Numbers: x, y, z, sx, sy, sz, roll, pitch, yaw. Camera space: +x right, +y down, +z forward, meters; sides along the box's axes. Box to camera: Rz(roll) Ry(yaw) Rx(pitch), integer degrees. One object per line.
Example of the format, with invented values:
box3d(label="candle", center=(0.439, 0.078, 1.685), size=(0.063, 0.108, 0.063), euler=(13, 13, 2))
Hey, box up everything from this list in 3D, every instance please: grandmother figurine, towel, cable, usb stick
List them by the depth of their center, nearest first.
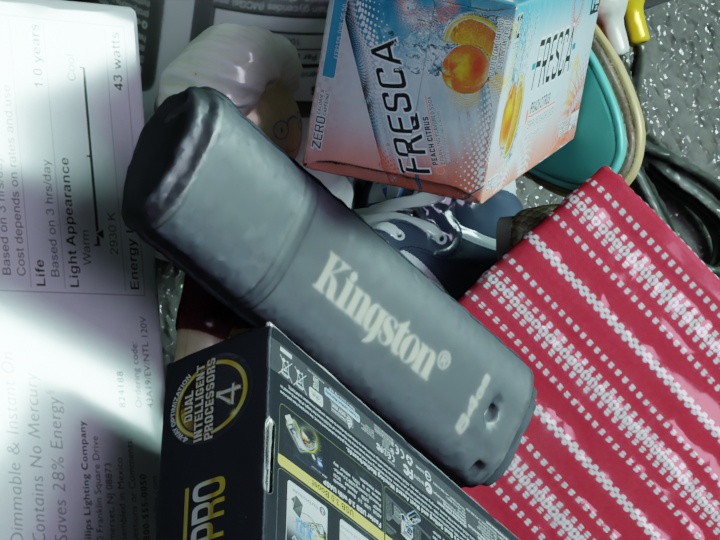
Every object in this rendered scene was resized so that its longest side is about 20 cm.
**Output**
box3d(label="usb stick", center=(-0.007, 0.009, 0.981), size=(0.200, 0.032, 0.056), euler=(41, 62, -41))
box3d(label="grandmother figurine", center=(-0.030, 0.012, 1.017), size=(0.121, 0.060, 0.201), euler=(-56, 139, -67))
box3d(label="towel", center=(0.069, 0.079, 1.094), size=(0.200, 0.022, 0.145), euler=(-44, 88, -9))
box3d(label="cable", center=(0.116, -0.072, 1.295), size=(0.097, 0.050, 0.201), euler=(-37, 103, -40))

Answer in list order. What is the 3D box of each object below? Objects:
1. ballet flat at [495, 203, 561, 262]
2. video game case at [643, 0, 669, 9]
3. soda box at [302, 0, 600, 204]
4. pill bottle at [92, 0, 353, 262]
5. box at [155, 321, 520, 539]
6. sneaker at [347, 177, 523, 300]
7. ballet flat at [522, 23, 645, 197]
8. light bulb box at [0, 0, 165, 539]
box3d(label="ballet flat", center=(0.101, 0.009, 1.206), size=(0.200, 0.046, 0.068), euler=(32, 48, -69))
box3d(label="video game case", center=(0.145, -0.251, 1.371), size=(0.182, 0.045, 0.200), euler=(55, 50, -16))
box3d(label="soda box", center=(0.036, -0.073, 1.028), size=(0.200, 0.063, 0.069), euler=(-35, 136, -75))
box3d(label="pill bottle", center=(-0.040, -0.108, 1.076), size=(0.115, 0.116, 0.201), euler=(-12, 119, -43))
box3d(label="box", center=(0.009, 0.135, 0.950), size=(0.200, 0.049, 0.162), euler=(42, 35, -42))
box3d(label="sneaker", center=(0.000, 0.000, 1.159), size=(0.199, 0.070, 0.109), euler=(-9, 90, -50))
box3d(label="ballet flat", center=(0.051, -0.100, 1.179), size=(0.200, 0.069, 0.063), euler=(45, 20, 24))
box3d(label="light bulb box", center=(-0.178, 0.013, 0.961), size=(0.199, 0.124, 0.200), euler=(2, 79, -41))
